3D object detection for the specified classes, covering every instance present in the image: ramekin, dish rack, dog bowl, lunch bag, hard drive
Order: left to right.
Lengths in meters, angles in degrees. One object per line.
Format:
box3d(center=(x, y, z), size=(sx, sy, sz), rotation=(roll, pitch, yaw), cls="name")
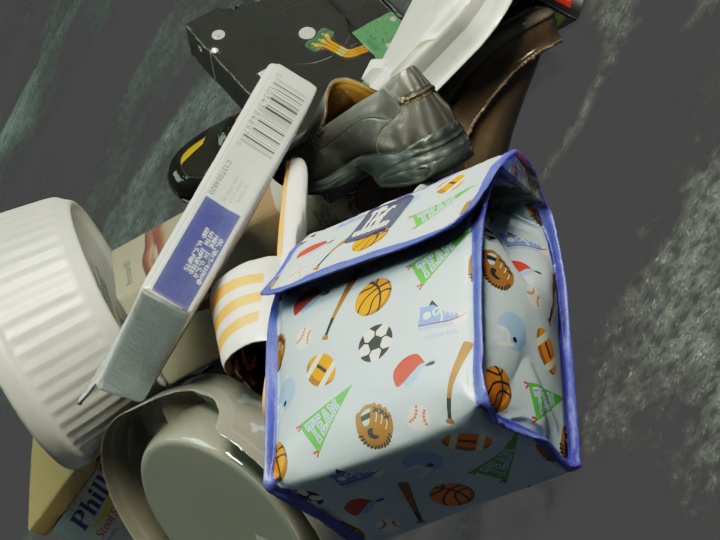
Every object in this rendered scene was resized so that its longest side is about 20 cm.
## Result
box3d(center=(-0.220, 0.039, 1.802), size=(0.094, 0.203, 0.203), rotation=(-26, 24, 3), cls="ramekin")
box3d(center=(-0.078, 0.154, 1.600), size=(0.059, 0.200, 0.200), rotation=(-44, 4, -35), cls="dog bowl")
box3d(center=(-0.022, -0.148, 1.797), size=(0.200, 0.139, 0.038), rotation=(46, 159, 36), cls="hard drive")
box3d(center=(0.032, 0.036, 1.438), size=(0.169, 0.124, 0.201), rotation=(-21, 50, 30), cls="lunch bag")
box3d(center=(0.068, -0.198, 1.692), size=(0.172, 0.043, 0.201), rotation=(-42, 17, 47), cls="dish rack")

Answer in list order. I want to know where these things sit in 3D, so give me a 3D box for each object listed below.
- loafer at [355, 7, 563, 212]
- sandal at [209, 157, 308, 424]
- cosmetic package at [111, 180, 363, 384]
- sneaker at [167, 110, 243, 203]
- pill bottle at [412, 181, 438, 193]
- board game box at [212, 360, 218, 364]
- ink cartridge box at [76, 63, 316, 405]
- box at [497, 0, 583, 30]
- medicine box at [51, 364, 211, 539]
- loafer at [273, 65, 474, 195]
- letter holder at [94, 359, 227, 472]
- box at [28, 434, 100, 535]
box3d(center=(0.081, -0.099, 1.687), size=(0.200, 0.071, 0.073), rotation=(-50, -7, 27), cls="loafer")
box3d(center=(-0.066, 0.016, 1.552), size=(0.079, 0.059, 0.208), rotation=(91, -179, -51), cls="sandal")
box3d(center=(-0.081, -0.012, 1.822), size=(0.199, 0.088, 0.103), rotation=(-30, 23, 2), cls="cosmetic package")
box3d(center=(-0.063, -0.120, 1.866), size=(0.090, 0.199, 0.070), rotation=(71, 178, -55), cls="sneaker")
box3d(center=(0.016, 0.039, 1.598), size=(0.200, 0.112, 0.113), rotation=(-53, 22, 32), cls="pill bottle")
box3d(center=(-0.079, 0.011, 2.017), size=(0.136, 0.034, 0.200), rotation=(-57, 20, 24), cls="board game box")
box3d(center=(-0.110, -0.013, 1.618), size=(0.200, 0.040, 0.200), rotation=(-63, 5, -30), cls="ink cartridge box")
box3d(center=(0.112, -0.210, 1.772), size=(0.200, 0.035, 0.111), rotation=(-23, 45, 64), cls="box")
box3d(center=(-0.191, 0.119, 2.080), size=(0.183, 0.102, 0.200), rotation=(-57, 20, 20), cls="medicine box")
box3d(center=(-0.001, -0.097, 1.628), size=(0.073, 0.073, 0.199), rotation=(-30, 14, -35), cls="loafer")
box3d(center=(-0.096, 0.111, 1.765), size=(0.200, 0.141, 0.101), rotation=(-28, 40, 62), cls="letter holder")
box3d(center=(-0.216, 0.095, 1.982), size=(0.200, 0.021, 0.164), rotation=(-52, 26, 31), cls="box")
